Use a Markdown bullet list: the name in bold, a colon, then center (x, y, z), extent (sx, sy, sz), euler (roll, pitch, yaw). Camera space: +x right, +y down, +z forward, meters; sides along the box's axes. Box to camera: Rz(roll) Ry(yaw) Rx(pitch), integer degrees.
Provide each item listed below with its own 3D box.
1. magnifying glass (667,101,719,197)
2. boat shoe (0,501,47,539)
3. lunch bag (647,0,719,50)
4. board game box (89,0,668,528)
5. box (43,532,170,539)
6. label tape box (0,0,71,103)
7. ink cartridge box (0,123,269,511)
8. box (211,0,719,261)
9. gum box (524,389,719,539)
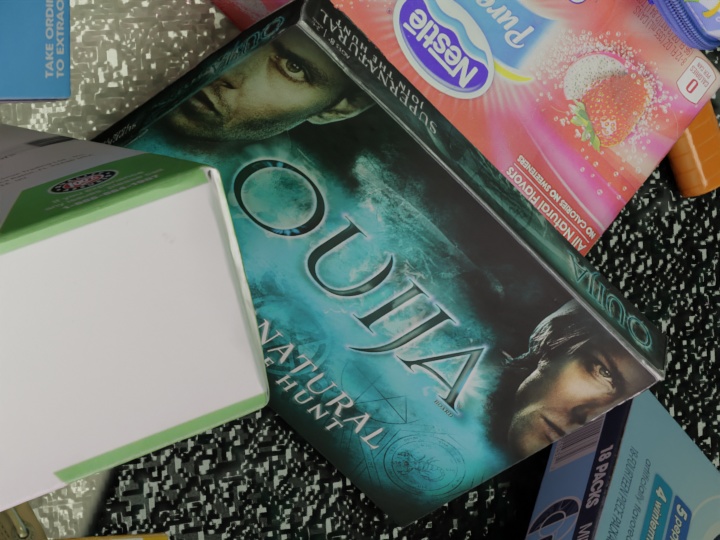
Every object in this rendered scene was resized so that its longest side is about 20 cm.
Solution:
- **magnifying glass**: center (0.109, -0.126, 1.139), extent (0.079, 0.022, 0.201), euler (-27, 103, -23)
- **boat shoe**: center (-0.093, 0.172, 1.027), extent (0.063, 0.073, 0.200), euler (-40, 109, -16)
- **lunch bag**: center (0.142, -0.184, 1.067), extent (0.161, 0.082, 0.200), euler (59, 31, -20)
- **board game box**: center (0.000, 0.000, 1.037), extent (0.200, 0.135, 0.028), euler (43, 34, -22)
- **box**: center (-0.123, 0.148, 0.902), extent (0.200, 0.041, 0.120), euler (6, 77, -60)
- **label tape box**: center (-0.134, -0.125, 0.915), extent (0.063, 0.200, 0.145), euler (-1, 94, -26)
- **ink cartridge box**: center (-0.140, 0.015, 0.924), extent (0.146, 0.200, 0.085), euler (-20, 105, -23)
- **box**: center (0.025, -0.102, 1.055), extent (0.200, 0.095, 0.103), euler (46, 75, -22)
- **gum box**: center (0.137, 0.171, 1.110), extent (0.200, 0.044, 0.170), euler (47, 37, -21)
